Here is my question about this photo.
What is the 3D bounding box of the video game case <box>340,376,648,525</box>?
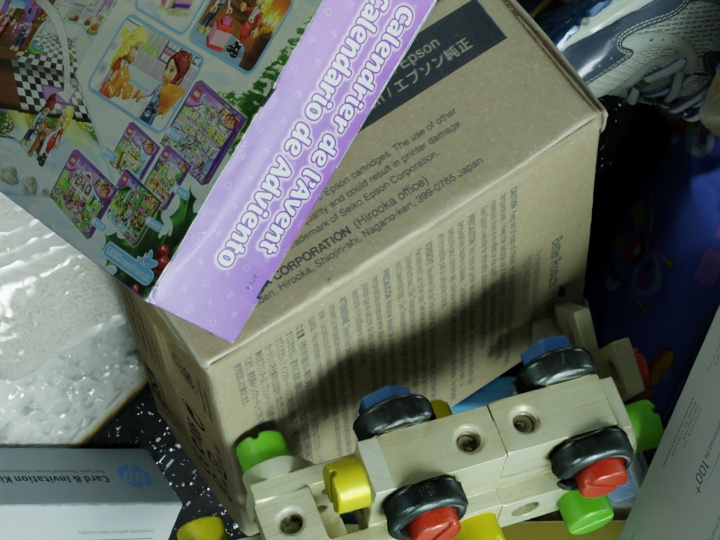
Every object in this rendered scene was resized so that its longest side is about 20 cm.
[{"bbox_3d":[0.061,0.110,1.255,0.143,0.018,0.200,-1,141,21],"label":"video game case"}]

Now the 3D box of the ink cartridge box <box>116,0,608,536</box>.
[{"bbox_3d":[0.000,0.000,1.090,0.165,0.075,0.200,-33,160,-11],"label":"ink cartridge box"}]

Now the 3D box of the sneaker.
[{"bbox_3d":[0.146,-0.086,1.131,0.200,0.085,0.077,-21,178,-33],"label":"sneaker"}]

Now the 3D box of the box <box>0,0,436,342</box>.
[{"bbox_3d":[-0.067,-0.077,0.933,0.039,0.200,0.137,28,94,-39],"label":"box"}]

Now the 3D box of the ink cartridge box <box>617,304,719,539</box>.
[{"bbox_3d":[0.179,0.078,0.979,0.084,0.176,0.200,7,118,-27],"label":"ink cartridge box"}]

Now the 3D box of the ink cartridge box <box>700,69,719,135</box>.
[{"bbox_3d":[0.235,-0.104,1.099,0.165,0.075,0.200,32,79,-36],"label":"ink cartridge box"}]

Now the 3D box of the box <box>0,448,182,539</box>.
[{"bbox_3d":[-0.175,0.161,1.188,0.156,0.041,0.200,3,123,-35],"label":"box"}]

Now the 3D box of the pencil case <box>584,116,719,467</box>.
[{"bbox_3d":[0.134,0.010,1.236,0.078,0.087,0.200,20,113,-15],"label":"pencil case"}]

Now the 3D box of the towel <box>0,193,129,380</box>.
[{"bbox_3d":[-0.114,-0.029,1.079,0.200,0.034,0.133,-26,136,-14],"label":"towel"}]

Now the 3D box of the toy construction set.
[{"bbox_3d":[0.032,0.079,1.074,0.200,0.092,0.131,-29,159,-20],"label":"toy construction set"}]

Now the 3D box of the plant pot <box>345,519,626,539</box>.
[{"bbox_3d":[0.068,0.231,1.246,0.200,0.176,0.200,-2,142,25],"label":"plant pot"}]

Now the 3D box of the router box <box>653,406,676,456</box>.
[{"bbox_3d":[0.187,0.105,1.188,0.157,0.052,0.200,-46,134,-41],"label":"router box"}]
